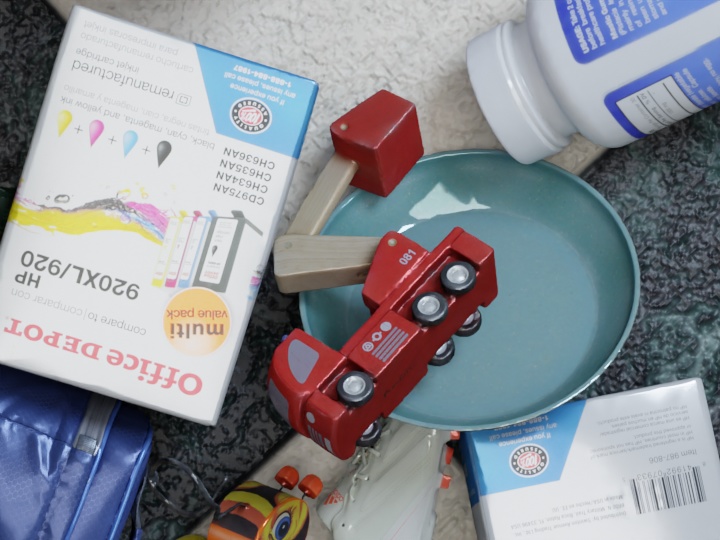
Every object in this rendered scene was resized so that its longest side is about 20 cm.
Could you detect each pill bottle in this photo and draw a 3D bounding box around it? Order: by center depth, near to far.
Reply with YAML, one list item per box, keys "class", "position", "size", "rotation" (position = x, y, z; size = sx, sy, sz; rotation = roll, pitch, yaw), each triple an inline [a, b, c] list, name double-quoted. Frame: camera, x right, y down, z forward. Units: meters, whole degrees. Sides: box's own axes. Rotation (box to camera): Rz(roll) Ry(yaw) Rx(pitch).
- class: "pill bottle"
  position: [0.165, -0.140, 1.271]
  size: [0.199, 0.112, 0.113]
  rotation: [-25, 93, 22]

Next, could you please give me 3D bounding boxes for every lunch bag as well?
- class: "lunch bag"
  position: [-0.194, 0.160, 1.263]
  size: [0.131, 0.136, 0.201]
  rotation: [20, 90, -4]

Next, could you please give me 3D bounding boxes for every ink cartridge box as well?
- class: "ink cartridge box"
  position: [-0.122, -0.029, 1.259]
  size: [0.146, 0.145, 0.202]
  rotation: [17, 90, -5]
- class: "ink cartridge box"
  position: [0.147, 0.178, 1.298]
  size: [0.143, 0.084, 0.202]
  rotation: [-10, 81, -4]

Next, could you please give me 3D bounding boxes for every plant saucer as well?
- class: "plant saucer"
  position: [0.064, 0.017, 1.287]
  size: [0.198, 0.036, 0.201]
  rotation: [-4, 54, 5]

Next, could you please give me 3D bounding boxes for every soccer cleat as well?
- class: "soccer cleat"
  position: [0.015, 0.128, 1.314]
  size: [0.077, 0.069, 0.202]
  rotation: [9, 93, 0]

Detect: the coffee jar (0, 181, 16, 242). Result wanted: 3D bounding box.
- class: "coffee jar"
  position: [-0.275, 0.030, 1.280]
  size: [0.104, 0.085, 0.202]
  rotation: [17, 91, -4]

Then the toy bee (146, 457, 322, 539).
- class: "toy bee"
  position: [-0.055, 0.172, 1.285]
  size: [0.131, 0.201, 0.109]
  rotation: [35, 47, 17]

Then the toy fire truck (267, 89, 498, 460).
- class: "toy fire truck"
  position: [0.000, 0.000, 1.256]
  size: [0.141, 0.049, 0.200]
  rotation: [32, 65, 27]
